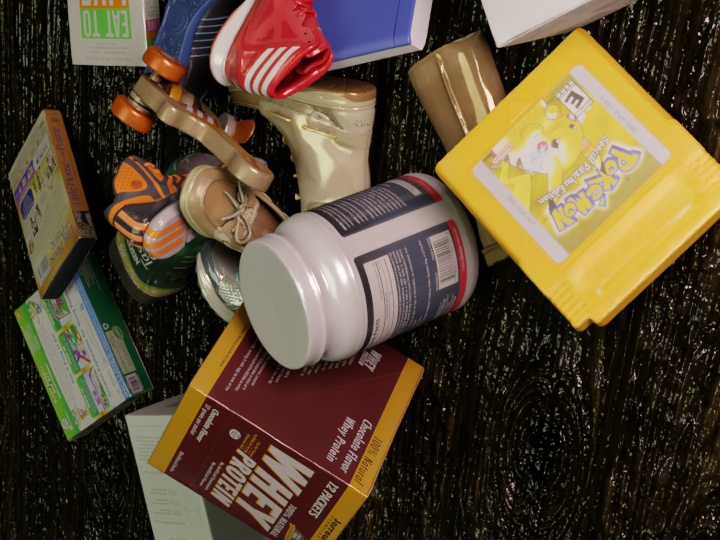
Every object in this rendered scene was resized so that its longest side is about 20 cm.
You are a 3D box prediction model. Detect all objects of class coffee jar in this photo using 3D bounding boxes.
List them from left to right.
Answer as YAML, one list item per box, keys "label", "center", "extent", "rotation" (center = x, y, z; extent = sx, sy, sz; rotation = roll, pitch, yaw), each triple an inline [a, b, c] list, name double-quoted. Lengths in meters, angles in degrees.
- label: "coffee jar"
  center: [-0.218, -0.045, 1.587]
  extent: [0.200, 0.085, 0.105]
  rotation: [-42, 73, 45]

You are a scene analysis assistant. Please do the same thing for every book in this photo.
- label: "book"
  center: [-0.289, -0.344, 1.593]
  extent: [0.132, 0.048, 0.203]
  rotation: [9, 108, 40]

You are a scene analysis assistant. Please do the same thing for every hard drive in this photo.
- label: "hard drive"
  center: [-0.008, -0.260, 1.298]
  extent: [0.198, 0.025, 0.134]
  rotation: [-4, 72, 46]

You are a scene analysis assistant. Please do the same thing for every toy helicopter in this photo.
- label: "toy helicopter"
  center: [-0.153, -0.139, 1.388]
  extent: [0.200, 0.132, 0.079]
  rotation: [42, 102, 31]

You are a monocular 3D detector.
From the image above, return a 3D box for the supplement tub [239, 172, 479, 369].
- label: "supplement tub"
  center: [0.000, 0.000, 1.279]
  extent: [0.140, 0.198, 0.142]
  rotation: [36, 137, 43]

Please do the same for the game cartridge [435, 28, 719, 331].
- label: "game cartridge"
  center: [0.186, -0.075, 1.129]
  extent: [0.176, 0.032, 0.200]
  rotation: [-44, 66, 6]

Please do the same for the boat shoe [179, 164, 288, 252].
- label: "boat shoe"
  center: [-0.113, -0.053, 1.418]
  extent: [0.062, 0.199, 0.074]
  rotation: [18, 83, 34]

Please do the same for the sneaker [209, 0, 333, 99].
- label: "sneaker"
  center: [-0.052, -0.251, 1.289]
  extent: [0.115, 0.078, 0.202]
  rotation: [26, 92, 30]

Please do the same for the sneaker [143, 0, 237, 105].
- label: "sneaker"
  center: [-0.167, -0.269, 1.478]
  extent: [0.070, 0.077, 0.202]
  rotation: [36, 106, 34]

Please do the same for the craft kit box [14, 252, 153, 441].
- label: "craft kit box"
  center: [-0.378, 0.107, 1.838]
  extent: [0.197, 0.048, 0.202]
  rotation: [-31, 80, 44]

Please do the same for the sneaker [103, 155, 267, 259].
- label: "sneaker"
  center: [-0.193, -0.093, 1.454]
  extent: [0.111, 0.199, 0.078]
  rotation: [31, 127, 24]

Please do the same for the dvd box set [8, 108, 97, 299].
- label: "dvd box set"
  center: [-0.404, -0.085, 1.770]
  extent: [0.147, 0.029, 0.202]
  rotation: [-48, 54, 43]

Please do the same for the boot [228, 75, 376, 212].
- label: "boot"
  center: [-0.061, -0.124, 1.411]
  extent: [0.198, 0.072, 0.158]
  rotation: [13, 114, 40]

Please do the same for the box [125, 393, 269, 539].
- label: "box"
  center: [-0.194, 0.259, 1.659]
  extent: [0.123, 0.097, 0.203]
  rotation: [-6, 99, 46]

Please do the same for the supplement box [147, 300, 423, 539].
- label: "supplement box"
  center: [-0.071, 0.146, 1.371]
  extent: [0.198, 0.198, 0.133]
  rotation: [32, 130, -2]

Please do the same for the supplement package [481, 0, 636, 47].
- label: "supplement package"
  center: [0.184, -0.289, 1.069]
  extent: [0.199, 0.110, 0.158]
  rotation: [-19, 90, 47]

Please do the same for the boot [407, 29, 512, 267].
- label: "boot"
  center: [0.133, -0.120, 1.215]
  extent: [0.174, 0.066, 0.203]
  rotation: [-25, 83, 46]

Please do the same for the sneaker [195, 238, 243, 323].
- label: "sneaker"
  center: [-0.098, 0.037, 1.496]
  extent: [0.086, 0.078, 0.201]
  rotation: [-35, 96, 38]
